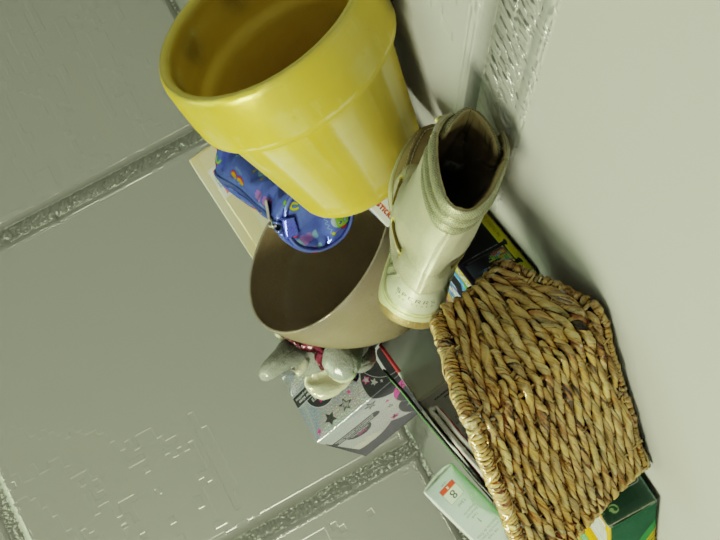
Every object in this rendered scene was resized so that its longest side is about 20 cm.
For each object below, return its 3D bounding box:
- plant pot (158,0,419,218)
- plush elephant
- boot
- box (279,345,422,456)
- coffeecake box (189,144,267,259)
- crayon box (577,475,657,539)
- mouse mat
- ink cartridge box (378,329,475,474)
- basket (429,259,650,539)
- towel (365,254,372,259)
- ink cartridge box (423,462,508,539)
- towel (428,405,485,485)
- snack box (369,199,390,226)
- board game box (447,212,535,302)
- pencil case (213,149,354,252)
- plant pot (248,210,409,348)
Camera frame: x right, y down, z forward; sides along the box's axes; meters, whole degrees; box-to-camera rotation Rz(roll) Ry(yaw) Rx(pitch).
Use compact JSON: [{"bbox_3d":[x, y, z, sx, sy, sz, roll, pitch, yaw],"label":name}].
[{"bbox_3d":[-0.041,-0.154,1.132,0.189,0.200,0.201,53,-178,-40],"label":"plant pot"},{"bbox_3d":[-0.058,0.072,1.525,0.165,0.155,0.200,47,-150,8],"label":"plush elephant"},{"bbox_3d":[0.068,-0.074,1.024,0.155,0.071,0.201,111,173,-50],"label":"boot"},{"bbox_3d":[0.024,0.124,1.641,0.132,0.200,0.115,26,-153,-57],"label":"box"},{"bbox_3d":[-0.111,-0.075,1.585,0.154,0.073,0.200,56,-174,10],"label":"coffeecake box"},{"bbox_3d":[0.213,0.202,1.190,0.126,0.051,0.200,59,173,31],"label":"crayon box"},{"bbox_3d":[0.090,0.180,1.347,0.200,0.008,0.161,51,178,7],"label":"mouse mat"},{"bbox_3d":[0.123,0.158,1.501,0.201,0.083,0.144,55,179,-29],"label":"ink cartridge box"},{"bbox_3d":[0.112,0.113,1.015,0.142,0.149,0.201,27,151,45],"label":"basket"},{"bbox_3d":[0.005,-0.037,1.567,0.143,0.023,0.200,36,-175,24],"label":"towel"},{"bbox_3d":[0.160,0.293,1.367,0.200,0.050,0.162,40,174,21],"label":"ink cartridge box"},{"bbox_3d":[0.144,0.223,1.335,0.144,0.023,0.200,47,176,39],"label":"towel"},{"bbox_3d":[-0.025,-0.109,1.297,0.072,0.024,0.200,45,-178,-35],"label":"snack box"},{"bbox_3d":[0.108,0.011,1.210,0.200,0.056,0.166,57,171,47],"label":"board game box"},{"bbox_3d":[-0.084,-0.086,1.339,0.200,0.086,0.079,41,141,52],"label":"pencil case"},{"bbox_3d":[0.000,0.000,1.366,0.134,0.201,0.201,32,-166,-36],"label":"plant pot"}]
